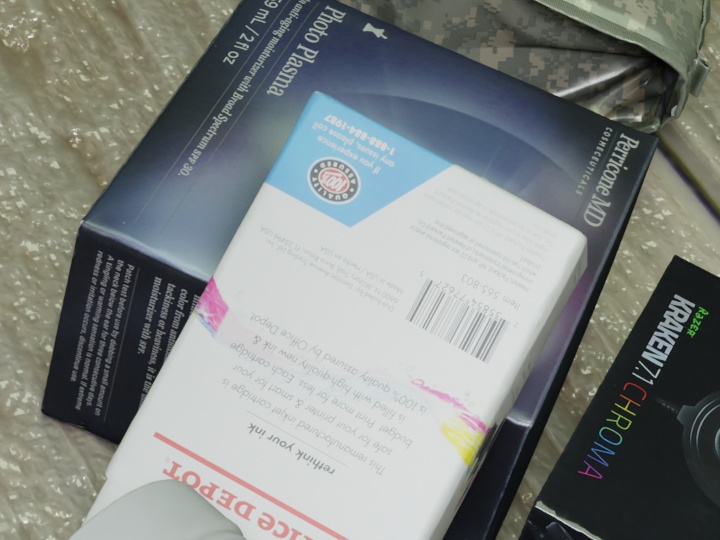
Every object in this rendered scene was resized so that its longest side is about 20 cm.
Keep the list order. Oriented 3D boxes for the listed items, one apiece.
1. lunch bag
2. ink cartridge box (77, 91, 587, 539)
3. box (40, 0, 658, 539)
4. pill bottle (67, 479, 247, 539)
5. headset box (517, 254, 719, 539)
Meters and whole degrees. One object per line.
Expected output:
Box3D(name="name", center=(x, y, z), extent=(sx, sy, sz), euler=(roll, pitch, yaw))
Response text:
Box3D(name="lunch bag", center=(0.081, -0.146, 1.187), extent=(0.198, 0.118, 0.165), euler=(15, 42, 4))
Box3D(name="ink cartridge box", center=(-0.012, 0.053, 0.860), extent=(0.114, 0.068, 0.201), euler=(28, 84, 9))
Box3D(name="box", center=(0.000, 0.000, 1.008), extent=(0.197, 0.124, 0.201), euler=(24, 44, 5))
Box3D(name="pill bottle", center=(-0.018, 0.163, 0.742), extent=(0.200, 0.120, 0.119), euler=(39, 47, 22))
Box3D(name="headset box", center=(0.176, 0.116, 0.967), extent=(0.199, 0.093, 0.174), euler=(28, 44, 10))
